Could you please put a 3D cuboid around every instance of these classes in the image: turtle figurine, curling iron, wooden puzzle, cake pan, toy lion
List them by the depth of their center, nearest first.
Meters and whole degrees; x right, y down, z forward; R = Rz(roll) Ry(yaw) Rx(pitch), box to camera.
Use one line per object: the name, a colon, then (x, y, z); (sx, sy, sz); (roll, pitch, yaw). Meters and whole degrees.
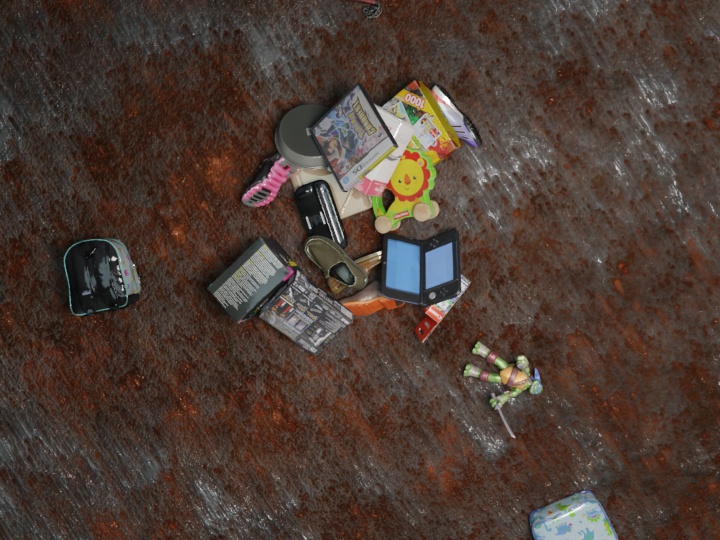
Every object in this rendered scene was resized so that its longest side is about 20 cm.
turtle figurine: (0.363, 0.275, 1.435); (0.193, 0.200, 0.145); (25, 135, 25)
toy lion: (0.110, -0.212, 1.451); (0.199, 0.068, 0.193); (-15, 93, 37)
cake pan: (-0.128, -0.362, 1.486); (0.198, 0.037, 0.202); (2, 65, -5)
curling iron: (-0.037, -0.732, 1.513); (0.199, 0.026, 0.050); (24, 92, 5)
wooden puzzle: (-0.082, -0.229, 1.536); (0.199, 0.037, 0.186); (-20, 90, 11)

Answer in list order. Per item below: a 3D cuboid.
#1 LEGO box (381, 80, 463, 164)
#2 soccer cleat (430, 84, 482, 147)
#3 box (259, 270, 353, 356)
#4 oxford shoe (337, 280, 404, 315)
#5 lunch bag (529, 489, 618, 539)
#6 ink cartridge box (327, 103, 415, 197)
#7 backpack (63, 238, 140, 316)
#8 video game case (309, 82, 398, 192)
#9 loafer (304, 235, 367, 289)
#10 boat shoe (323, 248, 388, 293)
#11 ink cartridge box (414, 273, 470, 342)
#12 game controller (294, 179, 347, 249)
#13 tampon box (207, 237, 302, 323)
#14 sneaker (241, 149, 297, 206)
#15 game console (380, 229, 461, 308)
LEGO box: (0.149, -0.365, 1.457); (0.148, 0.077, 0.201); (-33, 88, 30)
soccer cleat: (0.243, -0.396, 1.482); (0.073, 0.068, 0.200); (-40, 88, 25)
box: (-0.143, 0.118, 1.490); (0.200, 0.050, 0.158); (38, 114, -19)
oxford shoe: (0.025, 0.073, 1.528); (0.198, 0.071, 0.073); (-10, 58, 13)
lunch bag: (0.559, 0.691, 1.473); (0.199, 0.082, 0.162); (-29, 88, 7)
ink cartridge box: (0.027, -0.309, 1.416); (0.145, 0.085, 0.201); (37, 111, 27)
backpack: (-0.716, 0.009, 1.553); (0.174, 0.153, 0.202); (-11, 101, 4)
video game case: (-0.021, -0.328, 1.383); (0.180, 0.025, 0.201); (-37, 70, 27)
loafer: (-0.068, -0.023, 1.462); (0.199, 0.070, 0.076); (35, 103, 11)
boat shoe: (0.000, 0.000, 1.519); (0.199, 0.072, 0.068); (-23, 91, 17)
ink cartridge box: (0.197, 0.084, 1.473); (0.050, 0.109, 0.200); (37, 96, -12)
game controller: (-0.107, -0.141, 1.513); (0.104, 0.042, 0.202); (-15, 99, 24)
tampon box: (-0.280, 0.024, 1.506); (0.200, 0.150, 0.126); (-42, 87, 6)
sneaker: (-0.257, -0.261, 1.542); (0.200, 0.079, 0.096); (-40, 52, 17)
game console: (0.154, -0.020, 1.425); (0.170, 0.118, 0.201); (-23, 50, 36)
